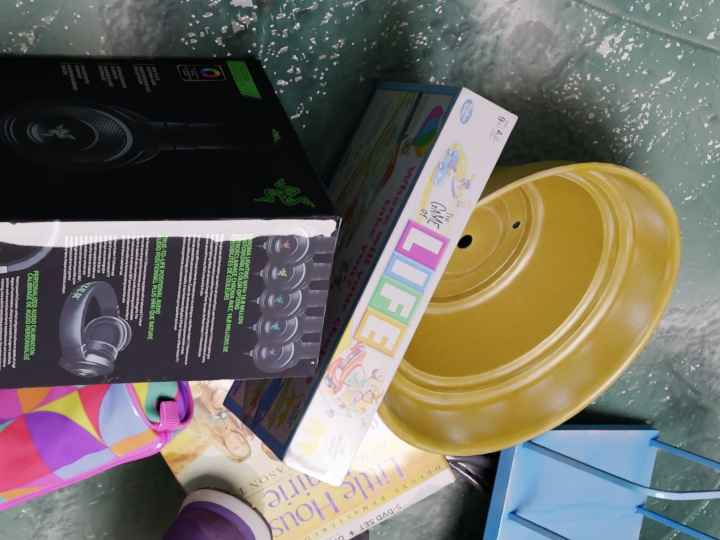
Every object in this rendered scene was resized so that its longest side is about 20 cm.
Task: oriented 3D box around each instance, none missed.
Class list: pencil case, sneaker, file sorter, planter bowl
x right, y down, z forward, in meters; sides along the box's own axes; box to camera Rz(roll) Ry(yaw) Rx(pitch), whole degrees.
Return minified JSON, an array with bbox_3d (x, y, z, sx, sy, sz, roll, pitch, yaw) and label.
[{"bbox_3d":[-0.190,0.091,0.896,0.199,0.089,0.088,-26,126,16],"label":"pencil case"},{"bbox_3d":[-0.103,0.224,0.963,0.075,0.088,0.201,16,129,18],"label":"sneaker"},{"bbox_3d":[0.158,0.209,1.023,0.138,0.122,0.201,5,99,-41],"label":"file sorter"},{"bbox_3d":[0.076,0.003,0.941,0.200,0.084,0.201,-17,132,-20],"label":"planter bowl"}]

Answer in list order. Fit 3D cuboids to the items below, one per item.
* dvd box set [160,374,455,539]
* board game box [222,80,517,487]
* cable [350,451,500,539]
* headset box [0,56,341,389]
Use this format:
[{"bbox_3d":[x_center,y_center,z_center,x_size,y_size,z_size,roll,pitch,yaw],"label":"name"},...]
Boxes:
[{"bbox_3d":[-0.051,0.073,0.957,0.146,0.029,0.200,-28,111,0],"label":"dvd box set"},{"bbox_3d":[0.000,0.000,0.854,0.034,0.134,0.201,26,90,-18],"label":"board game box"},{"bbox_3d":[0.039,0.171,1.072,0.163,0.051,0.200,-37,127,13],"label":"cable"},{"bbox_3d":[-0.117,-0.028,0.812,0.199,0.174,0.093,-1,121,-17],"label":"headset box"}]
